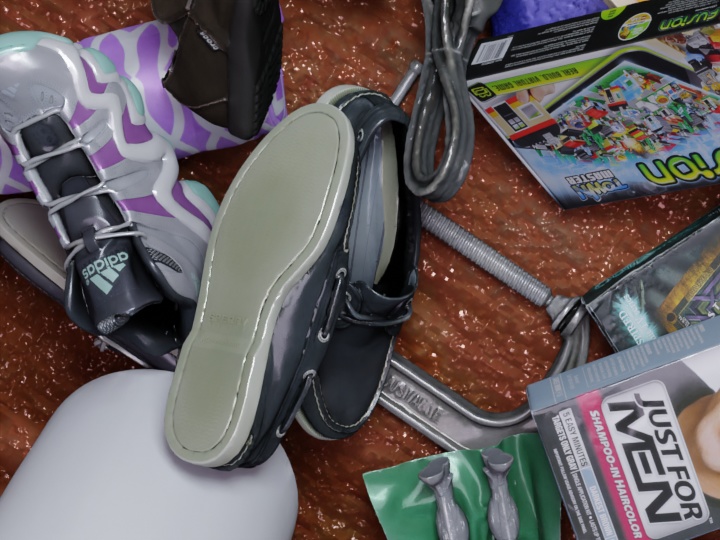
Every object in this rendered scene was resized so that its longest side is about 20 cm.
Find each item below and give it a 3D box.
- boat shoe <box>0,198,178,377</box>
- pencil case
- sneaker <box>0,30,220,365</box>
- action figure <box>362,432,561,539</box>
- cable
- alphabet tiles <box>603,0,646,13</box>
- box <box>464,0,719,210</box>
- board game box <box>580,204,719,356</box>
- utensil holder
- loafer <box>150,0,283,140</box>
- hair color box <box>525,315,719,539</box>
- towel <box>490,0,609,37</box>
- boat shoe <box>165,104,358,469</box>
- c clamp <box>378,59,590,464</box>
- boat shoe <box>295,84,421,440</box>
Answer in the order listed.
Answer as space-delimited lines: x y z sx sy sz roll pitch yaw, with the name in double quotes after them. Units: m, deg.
-0.134 0.034 1.471 0.199 0.073 0.063 33 121 -1 "boat shoe"
-0.139 -0.099 1.457 0.198 0.086 0.084 -10 132 6 "pencil case"
-0.139 -0.026 1.368 0.077 0.141 0.200 -26 130 25 "sneaker"
0.079 0.201 1.475 0.117 0.055 0.201 -11 104 7 "action figure"
0.042 -0.136 1.397 0.050 0.097 0.201 30 72 -37 "cable"
0.205 -0.202 1.395 0.196 0.015 0.200 44 74 -26 "alphabet tiles"
0.159 -0.092 1.371 0.110 0.199 0.035 47 54 -29 "box"
0.233 0.062 1.453 0.135 0.028 0.201 -32 99 7 "board game box"
-0.130 0.172 1.395 0.169 0.200 0.171 7 122 12 "utensil holder"
-0.079 -0.151 1.328 0.071 0.073 0.201 12 133 8 "loafer"
0.201 0.081 1.412 0.199 0.061 0.100 -20 100 4 "hair color box"
0.146 -0.210 1.439 0.146 0.050 0.202 2 96 12 "towel"
-0.039 0.013 1.370 0.074 0.066 0.201 10 80 37 "boat shoe"
0.054 0.009 1.474 0.200 0.027 0.171 40 97 1 "c clamp"
0.002 0.000 1.428 0.074 0.066 0.201 6 94 -35 "boat shoe"
